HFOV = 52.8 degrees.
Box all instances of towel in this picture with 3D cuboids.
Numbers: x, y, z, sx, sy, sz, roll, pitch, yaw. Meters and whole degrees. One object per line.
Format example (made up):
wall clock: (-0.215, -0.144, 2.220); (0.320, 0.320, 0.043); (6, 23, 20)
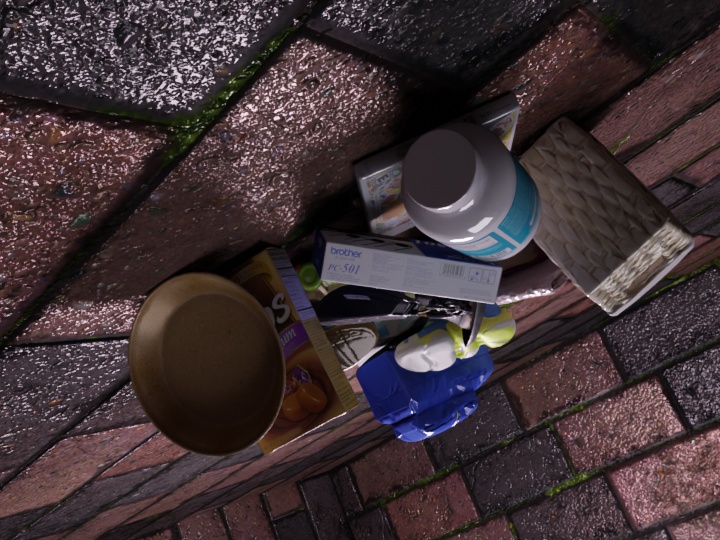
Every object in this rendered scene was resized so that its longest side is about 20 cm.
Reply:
towel: (0.290, 0.002, 1.210); (0.190, 0.033, 0.199); (-33, -172, -34)

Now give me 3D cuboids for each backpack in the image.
backpack: (0.118, 0.175, 1.200); (0.198, 0.170, 0.162); (-23, 176, -29)

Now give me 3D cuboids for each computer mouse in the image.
computer mouse: (0.040, 0.038, 0.895); (0.196, 0.047, 0.140); (-8, 171, 27)

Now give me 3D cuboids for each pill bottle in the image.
pill bottle: (0.107, -0.076, 0.708); (0.110, 0.112, 0.199); (-30, 162, 18)

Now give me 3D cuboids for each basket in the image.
basket: (0.271, -0.067, 0.863); (0.136, 0.201, 0.122); (-46, 148, 20)

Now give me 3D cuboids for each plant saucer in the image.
plant saucer: (-0.165, 0.101, 0.802); (0.198, 0.203, 0.035); (-31, 176, 20)

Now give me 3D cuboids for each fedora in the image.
fedora: (0.123, 0.007, 1.002); (0.090, 0.205, 0.201); (7, 161, 3)

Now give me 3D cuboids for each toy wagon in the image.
toy wagon: (0.000, 0.000, 0.931); (0.196, 0.040, 0.155); (-18, 168, 3)

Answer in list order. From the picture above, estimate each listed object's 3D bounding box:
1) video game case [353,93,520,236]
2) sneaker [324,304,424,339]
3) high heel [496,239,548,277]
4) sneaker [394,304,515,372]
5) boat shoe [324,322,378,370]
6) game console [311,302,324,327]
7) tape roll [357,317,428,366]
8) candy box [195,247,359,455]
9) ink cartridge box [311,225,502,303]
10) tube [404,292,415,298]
video game case: (0.086, -0.105, 0.818); (0.179, 0.023, 0.200); (-25, 162, -2)
sneaker: (0.003, 0.074, 1.126); (0.198, 0.081, 0.130); (-32, 162, 20)
high heel: (0.242, -0.022, 1.173); (0.095, 0.068, 0.200); (-24, 169, -40)
sneaker: (0.133, 0.086, 1.113); (0.196, 0.106, 0.077); (-11, 137, -16)
boat shoe: (-0.061, 0.117, 1.053); (0.198, 0.074, 0.065); (-30, -155, 17)
game console: (-0.138, 0.072, 0.971); (0.174, 0.032, 0.200); (-21, 164, 16)
tape roll: (0.072, 0.102, 1.316); (0.197, 0.067, 0.201); (-22, 161, -8)
candy box: (-0.099, 0.091, 0.829); (0.115, 0.203, 0.056); (-30, 172, 17)
ink cartridge box: (0.048, -0.008, 0.809); (0.196, 0.045, 0.094); (8, -167, -12)
tube: (0.093, 0.011, 1.095); (0.197, 0.053, 0.058); (-14, 176, -35)
